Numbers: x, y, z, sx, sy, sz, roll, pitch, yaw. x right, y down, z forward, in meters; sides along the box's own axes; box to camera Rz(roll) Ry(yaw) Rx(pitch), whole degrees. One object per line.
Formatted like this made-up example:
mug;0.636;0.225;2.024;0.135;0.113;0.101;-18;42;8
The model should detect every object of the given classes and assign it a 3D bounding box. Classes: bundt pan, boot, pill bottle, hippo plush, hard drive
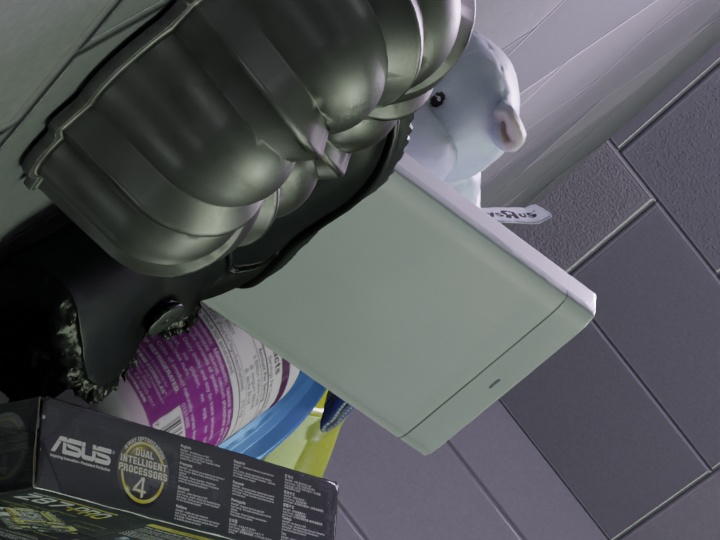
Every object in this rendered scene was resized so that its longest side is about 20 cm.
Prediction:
bundt pan;-0.035;-0.070;1.187;0.202;0.076;0.202;-38;177;-2
boot;-0.077;-0.021;1.325;0.168;0.077;0.200;-33;170;-39
pill bottle;-0.101;0.044;1.611;0.200;0.112;0.112;-35;175;-41
hippo plush;0.037;-0.041;1.547;0.199;0.160;0.161;-19;158;-26
hard drive;0.000;0.000;1.479;0.132;0.200;0.027;-41;-156;32

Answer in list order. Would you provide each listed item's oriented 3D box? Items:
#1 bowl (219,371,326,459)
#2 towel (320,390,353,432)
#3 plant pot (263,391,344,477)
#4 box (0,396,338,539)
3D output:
bowl;-0.100;0.070;1.754;0.200;0.039;0.201;-25;-153;14
towel;0.016;-0.022;1.741;0.145;0.024;0.201;126;-20;-54
plant pot;-0.103;0.119;2.063;0.193;0.200;0.200;-54;170;26
box;-0.134;0.111;1.414;0.161;0.049;0.199;-9;160;42
